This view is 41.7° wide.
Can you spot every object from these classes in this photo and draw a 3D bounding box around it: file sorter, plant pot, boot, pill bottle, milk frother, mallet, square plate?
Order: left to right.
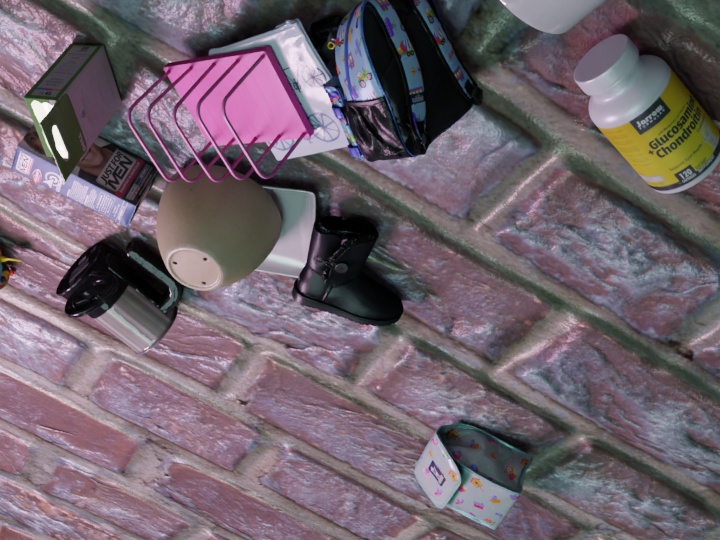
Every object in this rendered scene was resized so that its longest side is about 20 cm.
[{"bbox_3d":[-0.423,0.069,1.661,0.180,0.200,0.188,-30,120,34],"label":"milk frother"},{"bbox_3d":[-0.238,-0.047,1.488,0.200,0.135,0.200,9,136,9],"label":"plant pot"},{"bbox_3d":[-0.197,-0.202,1.291,0.200,0.125,0.139,2,134,38],"label":"file sorter"},{"bbox_3d":[-0.164,-0.074,1.554,0.198,0.028,0.200,10,136,9],"label":"square plate"},{"bbox_3d":[-0.058,-0.258,1.288,0.066,0.041,0.200,35,151,-15],"label":"mallet"},{"bbox_3d":[0.000,0.000,1.539,0.200,0.076,0.168,14,130,-13],"label":"boot"},{"bbox_3d":[0.361,-0.199,1.194,0.200,0.112,0.112,41,132,-24],"label":"pill bottle"}]

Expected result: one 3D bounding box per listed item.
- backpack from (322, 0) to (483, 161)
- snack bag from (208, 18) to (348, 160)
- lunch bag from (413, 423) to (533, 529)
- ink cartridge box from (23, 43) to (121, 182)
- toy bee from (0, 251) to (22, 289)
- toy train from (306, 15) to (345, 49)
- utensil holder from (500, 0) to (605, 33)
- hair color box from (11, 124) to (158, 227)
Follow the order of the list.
[{"bbox_3d":[0.039,-0.258,1.198,0.135,0.183,0.200,-3,121,44],"label":"backpack"},{"bbox_3d":[-0.100,-0.242,1.294,0.189,0.021,0.200,-5,130,43],"label":"snack bag"},{"bbox_3d":[0.211,0.396,1.847,0.200,0.122,0.170,24,140,5],"label":"lunch bag"},{"bbox_3d":[-0.420,-0.228,1.353,0.059,0.200,0.104,6,135,13],"label":"ink cartridge box"},{"bbox_3d":[-0.697,-0.006,1.761,0.131,0.109,0.200,24,112,5],"label":"toy bee"},{"bbox_3d":[-0.099,-0.307,1.290,0.200,0.034,0.046,-10,128,27],"label":"toy train"},{"bbox_3d":[0.244,-0.377,1.013,0.170,0.170,0.200,33,137,-16],"label":"utensil holder"},{"bbox_3d":[-0.435,-0.162,1.500,0.200,0.100,0.061,27,136,-10],"label":"hair color box"}]
